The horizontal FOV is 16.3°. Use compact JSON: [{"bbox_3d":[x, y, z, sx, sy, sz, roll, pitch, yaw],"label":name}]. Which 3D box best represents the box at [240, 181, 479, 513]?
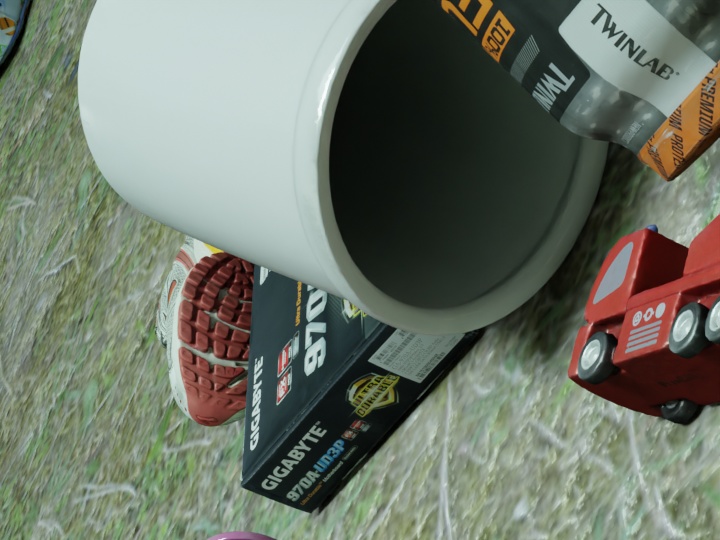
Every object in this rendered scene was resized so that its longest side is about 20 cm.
[{"bbox_3d":[0.000,0.000,1.289,0.159,0.046,0.201,-48,27,37],"label":"box"}]

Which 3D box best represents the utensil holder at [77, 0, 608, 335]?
[{"bbox_3d":[-0.014,-0.076,1.148,0.199,0.169,0.171,19,84,48],"label":"utensil holder"}]

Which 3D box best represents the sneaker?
[{"bbox_3d":[-0.076,0.031,1.421,0.082,0.077,0.200,-59,12,27],"label":"sneaker"}]

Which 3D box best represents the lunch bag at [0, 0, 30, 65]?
[{"bbox_3d":[-0.383,-0.251,2.483,0.160,0.075,0.201,-45,28,48],"label":"lunch bag"}]

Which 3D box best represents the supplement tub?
[{"bbox_3d":[0.084,-0.138,0.991,0.123,0.200,0.123,-44,-7,-7],"label":"supplement tub"}]

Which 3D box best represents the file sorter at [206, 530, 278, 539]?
[{"bbox_3d":[-0.046,0.230,1.034,0.139,0.125,0.201,-46,28,42],"label":"file sorter"}]

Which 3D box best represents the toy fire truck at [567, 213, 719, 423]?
[{"bbox_3d":[0.156,-0.026,0.930,0.200,0.048,0.142,-24,45,62],"label":"toy fire truck"}]
